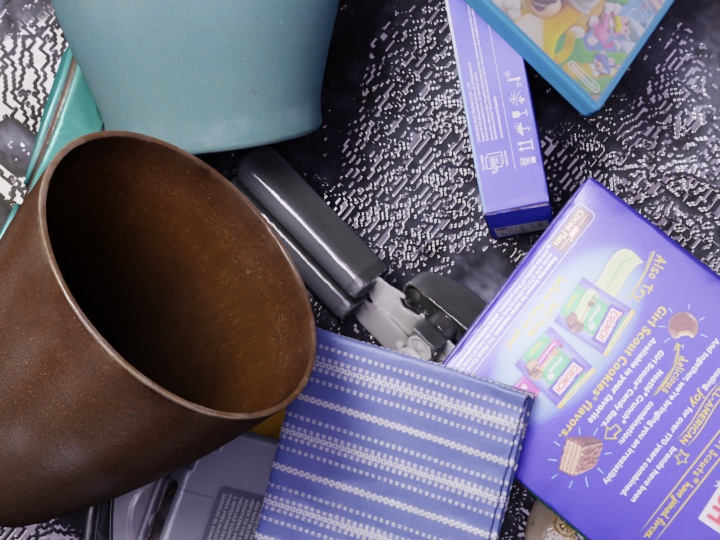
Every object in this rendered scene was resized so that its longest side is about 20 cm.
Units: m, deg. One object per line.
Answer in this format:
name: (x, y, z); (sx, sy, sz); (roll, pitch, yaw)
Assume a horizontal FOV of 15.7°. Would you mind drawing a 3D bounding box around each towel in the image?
towel: (0.012, 0.147, 1.516); (0.144, 0.024, 0.202); (16, 96, 15)

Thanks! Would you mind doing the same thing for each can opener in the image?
can opener: (0.000, 0.000, 1.622); (0.200, 0.053, 0.066); (42, 53, 8)

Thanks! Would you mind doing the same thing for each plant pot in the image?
plant pot: (-0.100, -0.170, 1.580); (0.198, 0.200, 0.190); (-5, 101, 4)
plant pot: (-0.158, 0.055, 1.475); (0.200, 0.187, 0.188); (-42, 79, 34)

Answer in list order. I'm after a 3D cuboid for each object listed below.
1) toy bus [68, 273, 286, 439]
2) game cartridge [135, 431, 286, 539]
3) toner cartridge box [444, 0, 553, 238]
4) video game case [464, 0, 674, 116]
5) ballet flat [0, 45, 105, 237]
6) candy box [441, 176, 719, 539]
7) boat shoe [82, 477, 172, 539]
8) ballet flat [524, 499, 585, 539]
toy bus: (-0.110, 0.035, 1.587); (0.200, 0.078, 0.065); (43, 87, -7)
game cartridge: (-0.080, 0.196, 1.555); (0.041, 0.133, 0.201); (22, 93, 52)
toner cartridge box: (0.081, -0.127, 1.603); (0.043, 0.095, 0.202); (-10, 81, 4)
video game case: (0.140, -0.212, 1.586); (0.143, 0.018, 0.200); (42, 62, -12)
ballet flat: (-0.188, -0.039, 1.635); (0.070, 0.067, 0.201); (22, 87, -8)
candy box: (0.163, 0.075, 1.528); (0.200, 0.077, 0.169); (40, 93, 13)
boat shoe: (-0.134, 0.209, 1.589); (0.072, 0.071, 0.202); (-2, 103, -32)
ballet flat: (0.184, 0.113, 1.578); (0.199, 0.057, 0.067); (-33, 82, 0)
